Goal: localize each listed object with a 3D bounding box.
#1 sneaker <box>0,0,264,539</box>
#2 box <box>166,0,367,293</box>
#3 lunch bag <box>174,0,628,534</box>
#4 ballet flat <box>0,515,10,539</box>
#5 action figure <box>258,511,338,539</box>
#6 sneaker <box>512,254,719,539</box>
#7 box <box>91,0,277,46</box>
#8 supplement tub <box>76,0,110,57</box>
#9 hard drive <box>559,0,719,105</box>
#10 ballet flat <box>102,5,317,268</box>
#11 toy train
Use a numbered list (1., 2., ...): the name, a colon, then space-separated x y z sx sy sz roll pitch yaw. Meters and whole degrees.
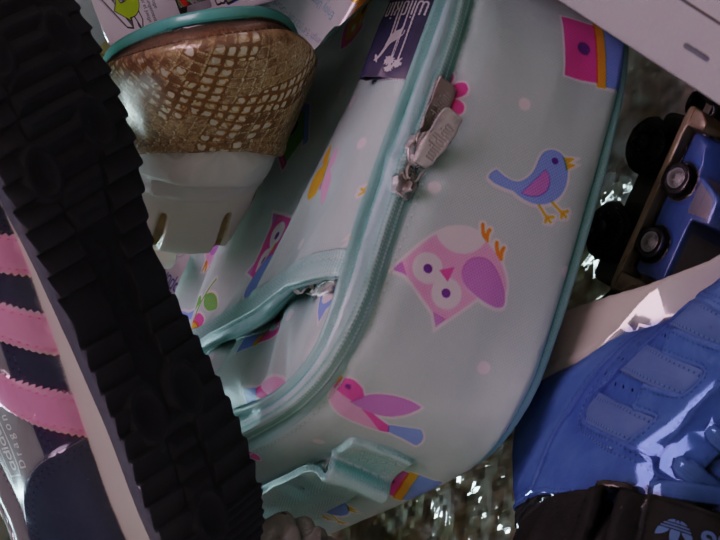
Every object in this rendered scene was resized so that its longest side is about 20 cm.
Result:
1. sneaker: -0.099 0.004 0.752 0.082 0.070 0.201 -19 89 33
2. box: -0.051 -0.041 1.008 0.200 0.041 0.119 -61 33 12
3. lunch bag: 0.000 0.000 0.820 0.200 0.077 0.161 -37 28 63
4. ballet flat: -0.145 0.056 1.061 0.069 0.069 0.200 -47 37 27
5. action figure: -0.034 0.135 0.793 0.102 0.119 0.200 -20 26 16
6. sneaker: 0.105 0.043 0.690 0.200 0.077 0.112 -31 40 48
7. box: 0.022 -0.124 0.833 0.110 0.200 0.035 -7 107 54
8. supplement tub: -0.133 -0.117 1.005 0.200 0.144 0.145 -38 42 41
9. hard drive: 0.141 -0.136 0.729 0.132 0.027 0.200 34 101 13
10. ballet flat: -0.056 -0.034 0.833 0.200 0.070 0.066 162 106 -76
11. toy train: 0.121 -0.073 0.787 0.046 0.034 0.200 25 90 45
